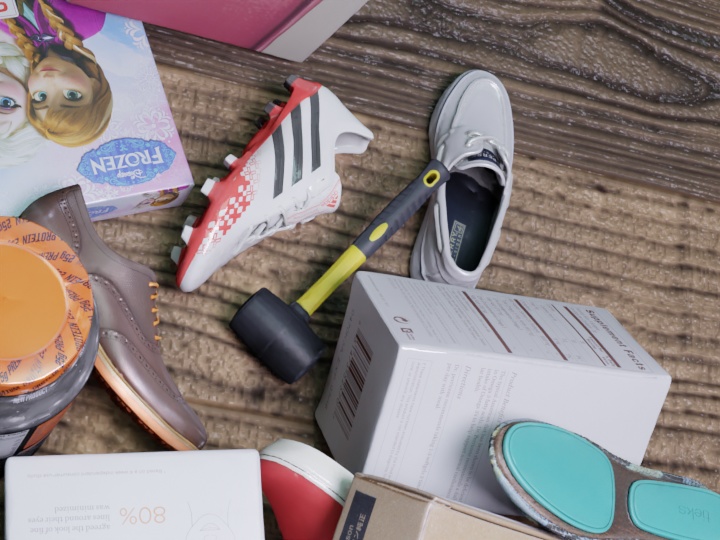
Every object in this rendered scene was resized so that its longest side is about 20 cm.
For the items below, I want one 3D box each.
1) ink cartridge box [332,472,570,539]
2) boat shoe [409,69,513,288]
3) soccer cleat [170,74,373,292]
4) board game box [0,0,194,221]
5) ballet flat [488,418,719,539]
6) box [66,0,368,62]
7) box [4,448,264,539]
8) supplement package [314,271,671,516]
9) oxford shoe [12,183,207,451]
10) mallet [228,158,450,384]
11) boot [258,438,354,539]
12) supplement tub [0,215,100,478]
[{"bbox_3d":[0.057,0.230,0.920,0.199,0.075,0.166,25,80,-42],"label":"ink cartridge box"},{"bbox_3d":[0.089,-0.071,1.125,0.073,0.065,0.201,15,65,-17],"label":"boat shoe"},{"bbox_3d":[-0.061,-0.054,1.057,0.085,0.069,0.200,34,56,-3],"label":"soccer cleat"},{"bbox_3d":[-0.237,-0.124,1.022,0.199,0.041,0.201,-13,76,-27],"label":"board game box"},{"bbox_3d":[0.149,0.151,0.957,0.199,0.074,0.075,24,62,-24],"label":"ballet flat"},{"bbox_3d":[-0.102,-0.247,1.060,0.199,0.109,0.129,9,63,-35],"label":"box"},{"bbox_3d":[-0.135,0.217,0.884,0.151,0.106,0.201,0,70,-12],"label":"box"},{"bbox_3d":[0.087,0.087,1.011,0.199,0.117,0.118,9,110,-20],"label":"supplement package"},{"bbox_3d":[-0.152,0.035,0.965,0.073,0.071,0.200,-37,99,-15],"label":"oxford shoe"},{"bbox_3d":[0.000,0.000,1.057,0.200,0.041,0.066,-38,88,-18],"label":"mallet"},{"bbox_3d":[-0.033,0.216,0.930,0.144,0.072,0.201,-46,119,-28],"label":"boot"},{"bbox_3d":[-0.223,0.049,0.870,0.122,0.200,0.123,8,66,-20],"label":"supplement tub"}]
